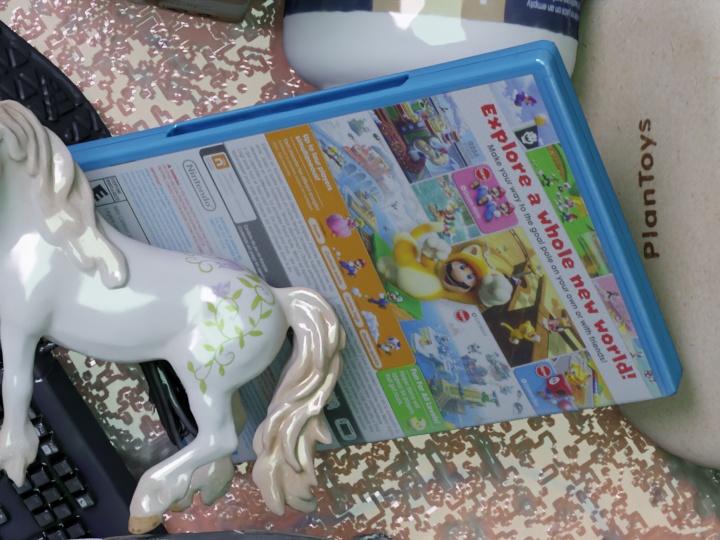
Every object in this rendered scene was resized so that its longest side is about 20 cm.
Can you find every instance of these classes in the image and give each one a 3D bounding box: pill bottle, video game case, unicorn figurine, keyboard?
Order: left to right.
[{"bbox_3d":[-0.129,0.037,0.923,0.127,0.021,0.200,-27,113,8],"label":"keyboard"},{"bbox_3d":[-0.097,0.016,0.875,0.200,0.074,0.137,11,109,-27],"label":"unicorn figurine"},{"bbox_3d":[0.000,0.000,0.900,0.200,0.018,0.143,-10,120,25],"label":"video game case"},{"bbox_3d":[0.029,-0.122,0.930,0.111,0.111,0.200,4,90,-5],"label":"pill bottle"}]

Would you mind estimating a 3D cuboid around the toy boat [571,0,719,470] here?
[{"bbox_3d":[0.159,-0.024,0.951,0.131,0.131,0.200,-4,91,-34],"label":"toy boat"}]

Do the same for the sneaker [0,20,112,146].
[{"bbox_3d":[-0.168,-0.060,0.948,0.083,0.072,0.200,-31,104,35],"label":"sneaker"}]

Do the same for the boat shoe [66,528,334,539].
[{"bbox_3d":[-0.080,0.124,0.892,0.200,0.066,0.070,-1,65,16],"label":"boat shoe"}]

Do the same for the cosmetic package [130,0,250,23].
[{"bbox_3d":[-0.068,-0.154,0.877,0.087,0.200,0.103,13,90,-3],"label":"cosmetic package"}]

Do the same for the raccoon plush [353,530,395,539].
[{"bbox_3d":[0.067,0.131,0.925,0.200,0.097,0.134,-29,73,9],"label":"raccoon plush"}]
